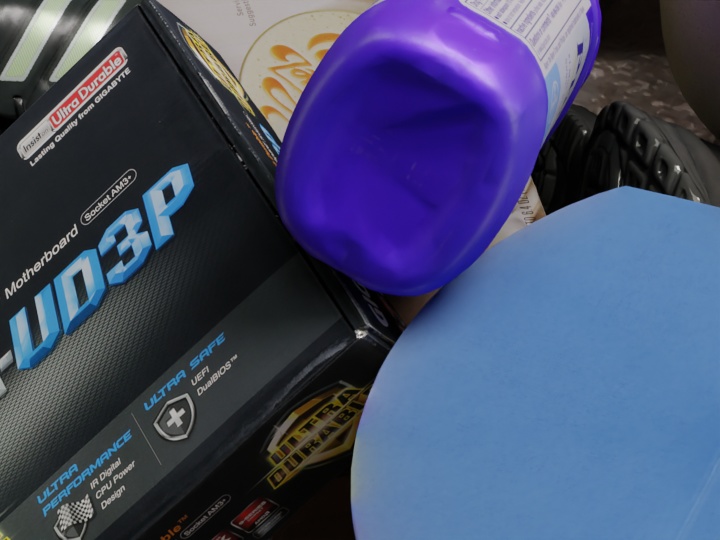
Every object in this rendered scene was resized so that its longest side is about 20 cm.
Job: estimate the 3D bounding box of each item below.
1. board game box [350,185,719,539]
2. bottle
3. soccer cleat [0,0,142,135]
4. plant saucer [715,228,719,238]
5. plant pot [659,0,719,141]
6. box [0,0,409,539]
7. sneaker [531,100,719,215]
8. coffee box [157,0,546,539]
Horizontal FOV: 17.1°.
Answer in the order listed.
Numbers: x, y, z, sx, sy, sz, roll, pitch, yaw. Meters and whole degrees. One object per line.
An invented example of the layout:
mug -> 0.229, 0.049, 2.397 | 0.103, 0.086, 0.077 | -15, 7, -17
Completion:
board game box -> 0.097, 0.058, 0.621 | 0.200, 0.039, 0.158 | 15, 52, 27
bottle -> 0.033, -0.061, 0.720 | 0.065, 0.084, 0.200 | 30, 24, 2
soccer cleat -> -0.108, -0.065, 0.896 | 0.200, 0.068, 0.081 | -11, 60, -14
plant saucer -> 0.181, 0.036, 0.714 | 0.200, 0.200, 0.036 | 0, 52, -2
plant pot -> 0.181, -0.104, 0.841 | 0.200, 0.134, 0.201 | 18, 51, -23
box -> -0.092, 0.037, 0.730 | 0.200, 0.046, 0.159 | -42, 51, 10
sneaker -> 0.111, -0.018, 0.806 | 0.091, 0.076, 0.200 | 10, 12, -9
coffee box -> 0.000, 0.000, 0.799 | 0.114, 0.080, 0.200 | -7, 55, -14
